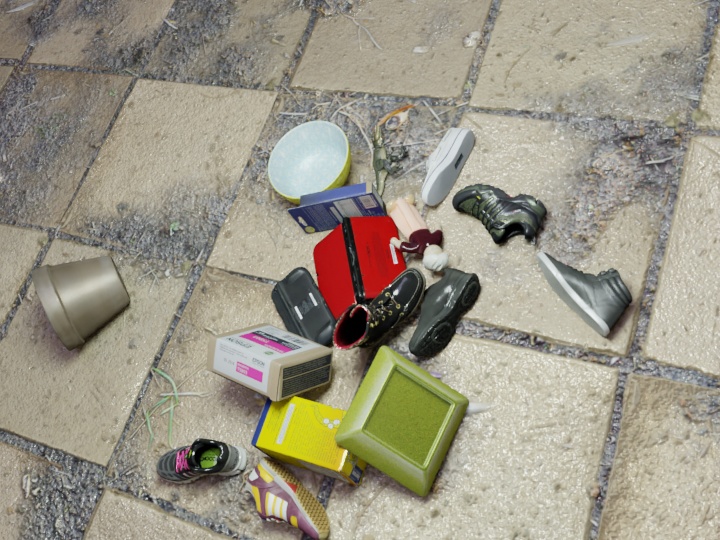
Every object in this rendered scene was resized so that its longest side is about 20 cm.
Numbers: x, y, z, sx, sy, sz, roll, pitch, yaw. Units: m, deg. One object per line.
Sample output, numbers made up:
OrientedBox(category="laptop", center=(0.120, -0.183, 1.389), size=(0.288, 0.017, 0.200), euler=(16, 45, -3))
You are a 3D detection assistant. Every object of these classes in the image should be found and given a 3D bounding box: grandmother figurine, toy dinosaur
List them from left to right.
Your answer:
OrientedBox(category="toy dinosaur", center=(0.058, -0.238, 1.781), size=(0.087, 0.047, 0.205), euler=(-15, 58, 31))
OrientedBox(category="grandmother figurine", center=(0.119, -0.072, 1.644), size=(0.119, 0.061, 0.201), euler=(-24, 50, -11))

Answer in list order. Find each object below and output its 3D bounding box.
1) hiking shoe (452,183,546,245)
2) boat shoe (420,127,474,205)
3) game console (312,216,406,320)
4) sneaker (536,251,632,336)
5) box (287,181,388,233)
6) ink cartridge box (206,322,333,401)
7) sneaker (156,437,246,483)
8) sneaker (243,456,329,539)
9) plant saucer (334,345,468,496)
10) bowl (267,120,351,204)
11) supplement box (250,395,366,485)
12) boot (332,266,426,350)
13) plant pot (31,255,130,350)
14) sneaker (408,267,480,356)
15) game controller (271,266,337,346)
OrientedBox(category="hiking shoe", center=(0.269, -0.109, 1.607), size=(0.196, 0.076, 0.102), euler=(11, 64, 26))
OrientedBox(category="boat shoe", center=(0.175, -0.225, 1.718), size=(0.064, 0.074, 0.202), euler=(19, 61, 34))
OrientedBox(category="game console", center=(0.000, 0.000, 1.693), size=(0.168, 0.120, 0.204), euler=(-2, 58, -15))
OrientedBox(category="sneaker", center=(0.420, 0.019, 1.485), size=(0.099, 0.071, 0.201), euler=(-38, 62, -4))
OrientedBox(category="box", center=(-0.049, -0.133, 1.721), size=(0.195, 0.121, 0.033), euler=(-10, 63, 16))
OrientedBox(category="ink cartridge box", center=(-0.177, 0.175, 1.568), size=(0.197, 0.163, 0.077), euler=(17, 105, 34))
OrientedBox(category="sneaker", center=(-0.328, 0.372, 1.583), size=(0.195, 0.088, 0.075), euler=(-9, 60, 18))
OrientedBox(category="sneaker", center=(-0.138, 0.444, 1.487), size=(0.199, 0.075, 0.091), euler=(41, 98, 35))
OrientedBox(category="plant saucer", center=(0.082, 0.264, 1.430), size=(0.197, 0.048, 0.202), euler=(31, 68, -2))
OrientedBox(category="bowl", center=(-0.101, -0.222, 1.798), size=(0.195, 0.108, 0.205), euler=(-9, 60, 16))
OrientedBox(category="supplement box", center=(-0.087, 0.314, 1.505), size=(0.196, 0.109, 0.112), euler=(10, 67, 26))
OrientedBox(category="boot", center=(0.035, 0.078, 1.528), size=(0.200, 0.150, 0.074), euler=(-46, 74, 17))
OrientedBox(category="plant pot", center=(-0.629, 0.056, 1.834), size=(0.171, 0.202, 0.201), euler=(-25, 55, -14))
OrientedBox(category="sneaker", center=(0.151, 0.080, 1.566), size=(0.090, 0.076, 0.201), euler=(25, 67, 40))
OrientedBox(category="game controller", center=(-0.119, 0.086, 1.678), size=(0.103, 0.042, 0.202), euler=(-35, 56, 6))
